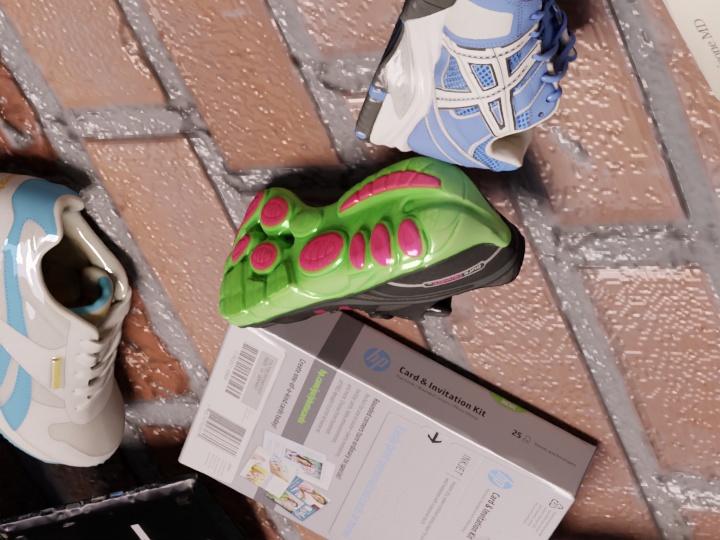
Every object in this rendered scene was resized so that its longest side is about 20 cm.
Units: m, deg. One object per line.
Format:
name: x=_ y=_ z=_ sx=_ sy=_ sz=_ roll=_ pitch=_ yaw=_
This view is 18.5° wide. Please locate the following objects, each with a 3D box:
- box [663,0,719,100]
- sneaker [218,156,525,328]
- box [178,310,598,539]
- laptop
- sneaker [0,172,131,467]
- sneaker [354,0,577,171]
box: x=0.209 y=-0.125 z=0.798 sx=0.200 sy=0.068 sz=0.082 roll=-10 pitch=127 yaw=39
sneaker: x=0.000 y=0.000 z=1.061 sx=0.084 sy=0.077 sz=0.200 roll=29 pitch=159 yaw=-31
box: x=0.010 y=0.099 z=1.196 sx=0.200 sy=0.041 sz=0.156 roll=28 pitch=143 yaw=4
laptop: x=-0.163 y=0.152 z=1.361 sx=0.200 sy=0.103 sz=0.177 roll=-15 pitch=143 yaw=12
sneaker: x=-0.164 y=0.035 z=1.204 sx=0.081 sy=0.077 sz=0.200 roll=6 pitch=135 yaw=26
sneaker: x=0.058 y=-0.109 z=0.918 sx=0.077 sy=0.076 sz=0.200 roll=23 pitch=151 yaw=-1
